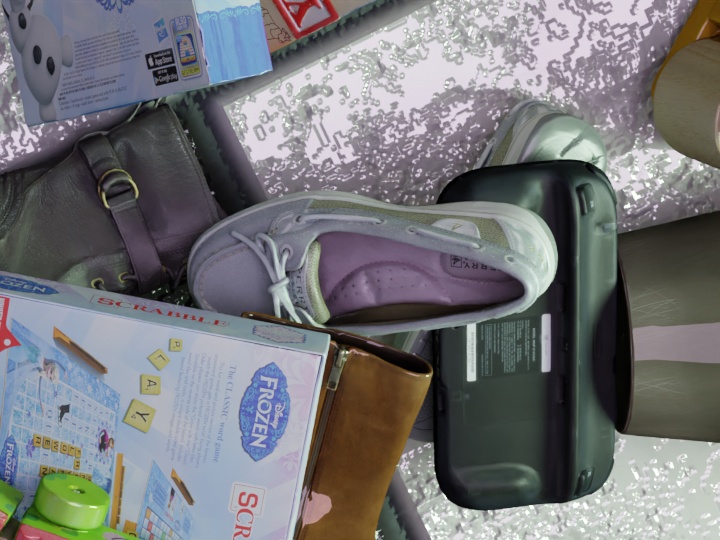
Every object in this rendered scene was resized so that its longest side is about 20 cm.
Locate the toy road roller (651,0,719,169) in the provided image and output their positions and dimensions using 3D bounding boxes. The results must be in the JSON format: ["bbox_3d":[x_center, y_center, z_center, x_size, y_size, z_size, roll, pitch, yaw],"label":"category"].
[{"bbox_3d":[0.275,-0.126,1.559,0.146,0.123,0.200,33,90,-24],"label":"toy road roller"}]

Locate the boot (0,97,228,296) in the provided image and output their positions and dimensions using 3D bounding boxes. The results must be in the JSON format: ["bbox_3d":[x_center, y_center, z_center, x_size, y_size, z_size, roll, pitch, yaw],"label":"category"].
[{"bbox_3d":[-0.145,0.011,1.504,0.174,0.069,0.200,-15,86,-18],"label":"boot"}]

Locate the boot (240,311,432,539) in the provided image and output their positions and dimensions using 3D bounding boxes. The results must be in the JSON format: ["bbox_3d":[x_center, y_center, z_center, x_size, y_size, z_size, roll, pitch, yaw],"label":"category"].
[{"bbox_3d":[-0.072,0.117,1.463,0.188,0.069,0.200,13,116,2],"label":"boot"}]

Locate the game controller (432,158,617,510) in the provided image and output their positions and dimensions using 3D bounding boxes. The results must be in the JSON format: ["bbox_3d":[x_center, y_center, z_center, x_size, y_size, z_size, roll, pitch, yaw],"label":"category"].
[{"bbox_3d":[0.091,0.038,1.522,0.104,0.042,0.200,-3,108,-7],"label":"game controller"}]

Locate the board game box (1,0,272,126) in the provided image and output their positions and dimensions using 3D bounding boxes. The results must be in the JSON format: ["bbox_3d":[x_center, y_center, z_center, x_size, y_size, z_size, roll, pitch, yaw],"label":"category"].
[{"bbox_3d":[-0.131,-0.184,1.421,0.043,0.200,0.199,-14,95,-34],"label":"board game box"}]

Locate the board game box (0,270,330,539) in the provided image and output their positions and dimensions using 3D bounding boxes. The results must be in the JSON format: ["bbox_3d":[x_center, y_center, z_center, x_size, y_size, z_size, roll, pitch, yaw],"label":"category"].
[{"bbox_3d":[-0.130,0.112,1.426,0.199,0.041,0.200,12,105,1],"label":"board game box"}]

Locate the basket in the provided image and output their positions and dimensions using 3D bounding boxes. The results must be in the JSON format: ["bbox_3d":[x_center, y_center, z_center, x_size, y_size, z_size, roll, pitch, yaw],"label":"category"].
[{"bbox_3d":[0.240,0.029,1.567,0.200,0.136,0.181,-3,73,-5],"label":"basket"}]

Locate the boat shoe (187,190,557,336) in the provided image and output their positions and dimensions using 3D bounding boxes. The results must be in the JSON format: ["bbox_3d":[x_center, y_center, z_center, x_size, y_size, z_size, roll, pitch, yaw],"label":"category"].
[{"bbox_3d":[0.001,0.002,1.462,0.202,0.065,0.075,1,109,14],"label":"boat shoe"}]

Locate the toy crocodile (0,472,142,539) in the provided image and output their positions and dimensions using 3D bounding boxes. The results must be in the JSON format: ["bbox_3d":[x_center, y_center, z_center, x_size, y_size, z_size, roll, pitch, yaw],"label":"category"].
[{"bbox_3d":[-0.187,0.126,1.380,0.200,0.062,0.068,25,105,-2],"label":"toy crocodile"}]

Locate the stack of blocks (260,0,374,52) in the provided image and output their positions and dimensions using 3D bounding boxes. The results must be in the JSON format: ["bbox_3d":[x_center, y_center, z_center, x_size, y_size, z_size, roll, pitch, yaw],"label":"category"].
[{"bbox_3d":[0.010,-0.195,1.459,0.115,0.200,0.059,-23,106,32],"label":"stack of blocks"}]

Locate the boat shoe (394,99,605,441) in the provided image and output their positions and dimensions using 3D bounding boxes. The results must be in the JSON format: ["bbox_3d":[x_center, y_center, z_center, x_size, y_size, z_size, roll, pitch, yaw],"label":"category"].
[{"bbox_3d":[0.069,0.000,1.562,0.074,0.065,0.202,20,99,-27],"label":"boat shoe"}]
